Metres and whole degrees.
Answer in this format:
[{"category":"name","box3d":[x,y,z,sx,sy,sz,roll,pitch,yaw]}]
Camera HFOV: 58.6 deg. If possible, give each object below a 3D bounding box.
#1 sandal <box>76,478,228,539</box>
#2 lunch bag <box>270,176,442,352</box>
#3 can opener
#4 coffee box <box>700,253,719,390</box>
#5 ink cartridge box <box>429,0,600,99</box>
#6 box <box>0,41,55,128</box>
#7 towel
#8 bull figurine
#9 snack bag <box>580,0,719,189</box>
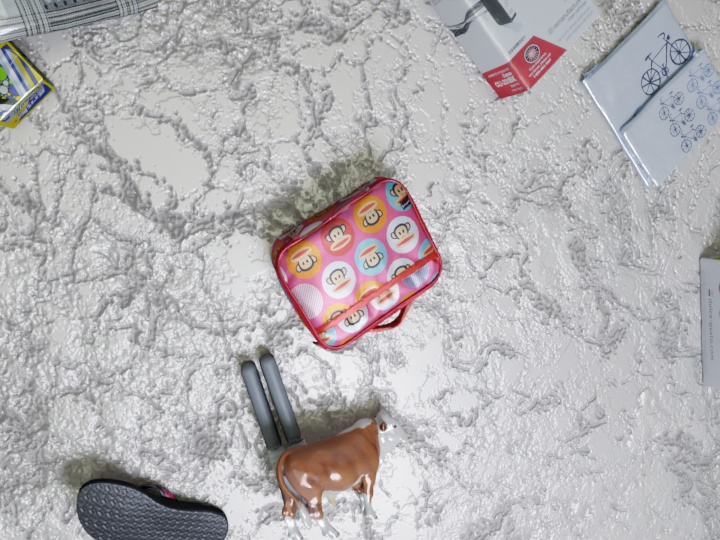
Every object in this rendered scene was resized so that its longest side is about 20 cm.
[{"category":"sandal","box3d":[-0.257,0.302,0.795,0.197,0.045,0.077,27,94,-30]},{"category":"lunch bag","box3d":[0.000,0.000,0.811,0.197,0.082,0.179,-33,107,-8]},{"category":"can opener","box3d":[-0.099,0.208,0.814,0.051,0.066,0.206,-18,96,-10]},{"category":"coffee box","box3d":[0.641,0.074,0.924,0.193,0.197,0.207,-9,99,-13]},{"category":"ink cartridge box","box3d":[0.184,-0.350,0.816,0.144,0.084,0.201,-44,104,-5]},{"category":"box","box3d":[-0.426,-0.252,0.674,0.070,0.064,0.201,-44,105,-7]},{"category":"towel","box3d":[-0.328,-0.361,0.672,0.189,0.034,0.206,-27,103,-32]},{"category":"bull figurine","box3d":[-0.019,0.252,0.802,0.195,0.064,0.126,-6,84,-36]},{"category":"snack bag","box3d":[0.430,-0.257,0.924,0.188,0.021,0.201,-42,104,-7]}]
